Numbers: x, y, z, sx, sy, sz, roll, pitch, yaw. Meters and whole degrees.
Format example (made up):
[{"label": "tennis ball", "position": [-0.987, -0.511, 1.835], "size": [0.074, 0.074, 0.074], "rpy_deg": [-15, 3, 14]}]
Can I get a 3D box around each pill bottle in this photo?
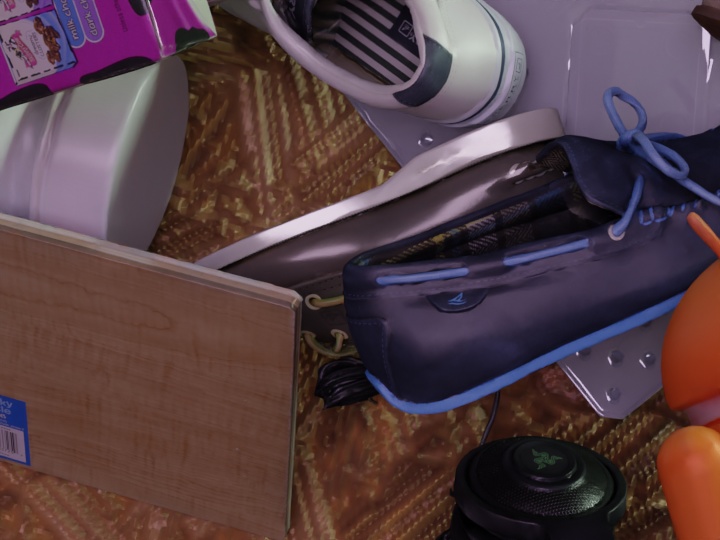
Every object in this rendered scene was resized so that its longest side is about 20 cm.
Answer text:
[{"label": "pill bottle", "position": [-0.180, -0.067, 0.843], "size": [0.200, 0.114, 0.114], "rpy_deg": [15, 87, 8]}]

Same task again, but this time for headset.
[{"label": "headset", "position": [0.048, 0.112, 0.797], "size": [0.094, 0.124, 0.200], "rpy_deg": [-5, 53, -18]}]

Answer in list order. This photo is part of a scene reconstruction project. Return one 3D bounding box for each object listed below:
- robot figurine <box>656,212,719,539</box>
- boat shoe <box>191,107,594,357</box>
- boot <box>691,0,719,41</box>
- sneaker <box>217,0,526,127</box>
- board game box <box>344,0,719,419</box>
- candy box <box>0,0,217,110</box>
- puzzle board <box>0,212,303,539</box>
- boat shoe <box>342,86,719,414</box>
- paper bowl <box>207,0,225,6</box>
[{"label": "robot figurine", "position": [0.170, 0.067, 0.678], "size": [0.144, 0.117, 0.200], "rpy_deg": [-21, 81, 3]}, {"label": "boat shoe", "position": [-0.001, 0.000, 0.824], "size": [0.201, 0.072, 0.060], "rpy_deg": [-24, 86, 19]}, {"label": "boot", "position": [0.229, -0.113, 0.713], "size": [0.200, 0.070, 0.146], "rpy_deg": [32, 95, 36]}, {"label": "sneaker", "position": [-0.022, -0.124, 0.821], "size": [0.200, 0.071, 0.073], "rpy_deg": [32, 102, 31]}, {"label": "board game box", "position": [0.114, -0.076, 0.818], "size": [0.200, 0.026, 0.200], "rpy_deg": [-42, 81, 22]}, {"label": "candy box", "position": [-0.167, -0.117, 0.732], "size": [0.200, 0.061, 0.137], "rpy_deg": [-14, 99, 19]}, {"label": "puzzle board", "position": [-0.121, 0.034, 0.826], "size": [0.200, 0.151, 0.017], "rpy_deg": [15, 49, 9]}, {"label": "boat shoe", "position": [0.088, -0.018, 0.739], "size": [0.200, 0.084, 0.069], "rpy_deg": [-30, 109, -13]}, {"label": "paper bowl", "position": [-0.078, -0.207, 0.801], "size": [0.200, 0.104, 0.201], "rpy_deg": [-19, 51, 25]}]
